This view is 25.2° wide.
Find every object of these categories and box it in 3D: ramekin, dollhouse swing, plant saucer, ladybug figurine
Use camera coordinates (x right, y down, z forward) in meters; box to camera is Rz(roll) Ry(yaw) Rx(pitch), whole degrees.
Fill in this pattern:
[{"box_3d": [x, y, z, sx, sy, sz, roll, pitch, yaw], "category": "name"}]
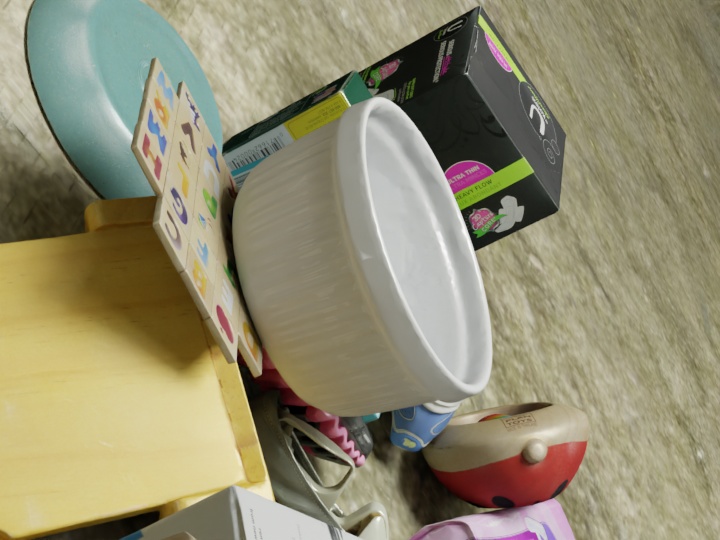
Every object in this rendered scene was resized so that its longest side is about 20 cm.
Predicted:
[{"box_3d": [0.000, 0.000, 1.045, 0.200, 0.104, 0.201, 54, 25, -39], "category": "ramekin"}, {"box_3d": [-0.164, 0.080, 0.977, 0.182, 0.175, 0.201, 115, -42, -69], "category": "dollhouse swing"}, {"box_3d": [-0.159, -0.127, 1.168, 0.200, 0.036, 0.201, 43, 33, -38], "category": "plant saucer"}, {"box_3d": [0.120, 0.151, 1.311, 0.200, 0.135, 0.072, 151, -72, -85], "category": "ladybug figurine"}]

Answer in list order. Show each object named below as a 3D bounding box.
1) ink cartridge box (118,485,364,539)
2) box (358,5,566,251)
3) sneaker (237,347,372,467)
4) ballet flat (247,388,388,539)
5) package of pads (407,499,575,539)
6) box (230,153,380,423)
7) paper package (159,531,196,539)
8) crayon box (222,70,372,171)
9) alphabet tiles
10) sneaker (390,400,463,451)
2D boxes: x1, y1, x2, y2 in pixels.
[{"box_3d": [-0.061, 0.210, 0.925, 0.200, 0.146, 0.086, 31, 39, -49], "category": "ink cartridge box"}, {"box_3d": [0.050, -0.094, 1.340, 0.149, 0.199, 0.125, 51, 29, -24], "category": "box"}, {"box_3d": [-0.036, 0.054, 1.143, 0.096, 0.079, 0.201, -51, 126, -30], "category": "sneaker"}, {"box_3d": [-0.017, 0.167, 1.104, 0.200, 0.064, 0.067, 52, 3, -8], "category": "ballet flat"}, {"box_3d": [0.117, 0.254, 1.300, 0.200, 0.075, 0.121, 5, 60, -61], "category": "package of pads"}, {"box_3d": [-0.045, 0.020, 1.213, 0.201, 0.049, 0.082, 59, 26, -23], "category": "box"}, {"box_3d": [-0.126, 0.246, 0.721, 0.104, 0.190, 0.201, 48, 31, -38], "category": "paper package"}, {"box_3d": [-0.008, -0.041, 1.272, 0.201, 0.126, 0.051, 58, 27, -16], "category": "crayon box"}, {"box_3d": [-0.095, -0.035, 0.987, 0.200, 0.006, 0.167, -93, 160, -61], "category": "alphabet tiles"}, {"box_3d": [0.044, 0.079, 1.335, 0.075, 0.077, 0.200, 27, 17, -7], "category": "sneaker"}]
